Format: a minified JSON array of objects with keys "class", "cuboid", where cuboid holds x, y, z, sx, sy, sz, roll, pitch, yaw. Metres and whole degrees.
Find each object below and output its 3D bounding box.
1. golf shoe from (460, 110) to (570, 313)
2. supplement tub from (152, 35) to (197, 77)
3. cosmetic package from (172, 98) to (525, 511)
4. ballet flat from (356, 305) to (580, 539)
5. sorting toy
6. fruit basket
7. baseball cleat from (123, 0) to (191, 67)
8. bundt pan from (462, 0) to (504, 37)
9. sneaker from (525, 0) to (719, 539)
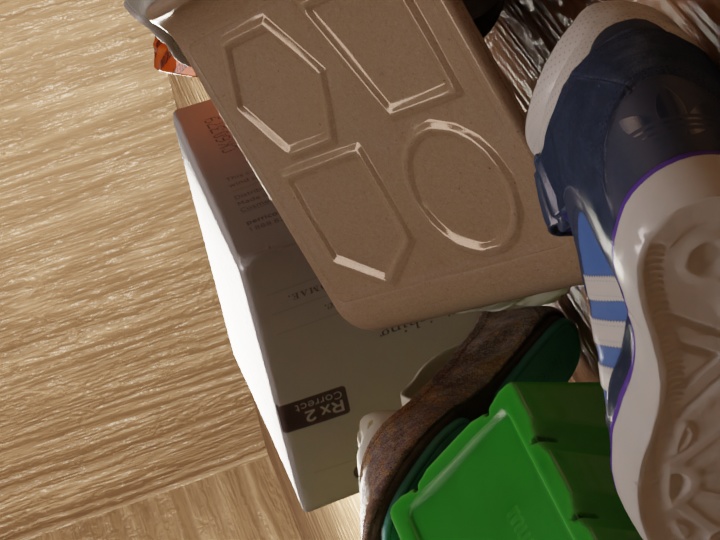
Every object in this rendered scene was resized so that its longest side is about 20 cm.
[{"class":"golf shoe","cuboid":[0.065,-0.018,0.868,0.200,0.091,0.076,101,150,-70]},{"class":"supplement tub","cuboid":[-0.064,-0.210,1.011,0.123,0.122,0.202,-138,52,-74]},{"class":"cosmetic package","cuboid":[0.000,0.000,1.077,0.165,0.164,0.201,-119,12,-50]},{"class":"ballet flat","cuboid":[0.040,0.082,0.911,0.067,0.200,0.068,10,123,34]},{"class":"sorting toy","cuboid":[0.009,-0.066,0.813,0.185,0.036,0.201,-15,114,53]},{"class":"fruit basket","cuboid":[0.128,0.166,0.814,0.215,0.156,0.216,34,-156,-17]},{"class":"baseball cleat","cuboid":[-0.073,-0.170,0.872,0.070,0.106,0.201,46,161,41]},{"class":"bundt pan","cuboid":[0.016,-0.190,0.866,0.202,0.075,0.203,162,90,-81]},{"class":"sneaker","cuboid":[0.113,-0.003,0.666,0.147,0.080,0.201,-105,0,-48]}]
